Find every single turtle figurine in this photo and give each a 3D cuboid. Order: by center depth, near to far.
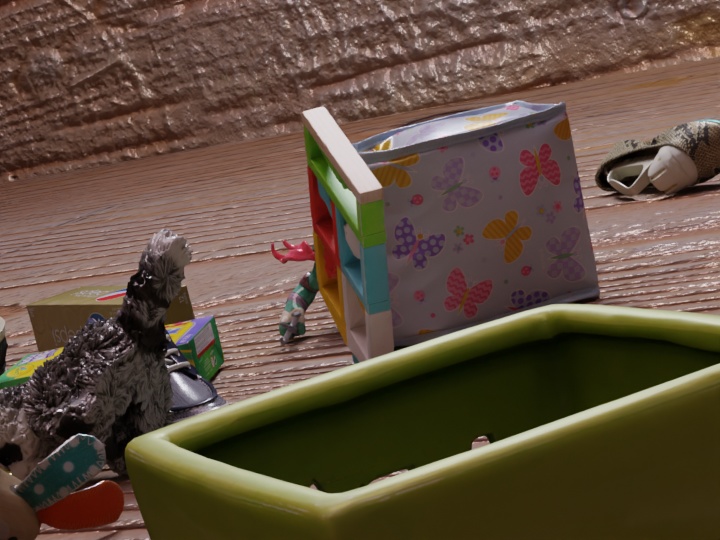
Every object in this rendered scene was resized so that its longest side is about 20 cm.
[{"bbox_3d":[0.000,0.000,1.985,0.149,0.101,0.200,-10,4,20],"label":"turtle figurine"}]

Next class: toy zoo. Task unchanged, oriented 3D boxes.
[{"bbox_3d":[-0.008,-0.008,1.742,0.020,0.201,0.131,-15,36,-14],"label":"toy zoo"}]

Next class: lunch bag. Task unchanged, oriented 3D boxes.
[{"bbox_3d":[0.076,-0.040,1.852,0.199,0.171,0.127,-17,11,-20],"label":"lunch bag"}]

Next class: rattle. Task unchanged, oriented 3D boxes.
[{"bbox_3d":[-0.256,0.165,1.403,0.199,0.131,0.143,13,21,-1],"label":"rattle"}]

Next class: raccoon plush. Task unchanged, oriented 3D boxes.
[{"bbox_3d":[-0.200,0.066,1.641,0.133,0.097,0.201,8,62,35],"label":"raccoon plush"}]

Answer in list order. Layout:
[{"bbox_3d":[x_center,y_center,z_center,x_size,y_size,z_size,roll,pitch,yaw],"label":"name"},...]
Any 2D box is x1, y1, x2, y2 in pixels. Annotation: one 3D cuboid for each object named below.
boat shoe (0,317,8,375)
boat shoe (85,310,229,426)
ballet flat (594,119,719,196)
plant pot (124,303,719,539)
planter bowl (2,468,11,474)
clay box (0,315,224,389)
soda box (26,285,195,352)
[{"bbox_3d":[-0.369,0.111,1.952,0.071,0.068,0.200,17,35,21],"label":"boat shoe"},{"bbox_3d":[-0.158,0.078,1.710,0.074,0.093,0.200,-17,9,-27],"label":"boat shoe"},{"bbox_3d":[0.306,-0.105,2.322,0.075,0.068,0.200,-42,15,-24],"label":"ballet flat"},{"bbox_3d":[0.053,0.126,0.794,0.198,0.183,0.200,-17,10,-22],"label":"plant pot"},{"bbox_3d":[-0.340,0.122,1.741,0.199,0.084,0.200,-13,9,2],"label":"planter bowl"},{"bbox_3d":[-0.222,0.088,1.896,0.199,0.048,0.115,-11,8,9],"label":"clay box"},{"bbox_3d":[-0.225,0.053,2.054,0.064,0.068,0.199,-20,11,-34],"label":"soda box"}]
